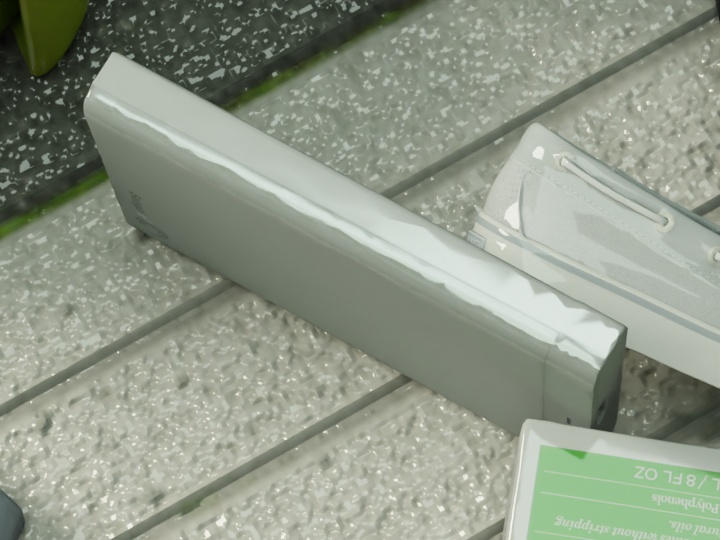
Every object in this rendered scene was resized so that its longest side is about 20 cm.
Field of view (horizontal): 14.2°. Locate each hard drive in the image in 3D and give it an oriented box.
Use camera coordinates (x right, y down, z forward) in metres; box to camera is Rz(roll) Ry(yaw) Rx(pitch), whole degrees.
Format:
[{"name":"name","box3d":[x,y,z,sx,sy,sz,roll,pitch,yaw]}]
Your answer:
[{"name":"hard drive","box3d":[0.000,0.000,1.023,0.199,0.132,0.026,28,75,12]}]

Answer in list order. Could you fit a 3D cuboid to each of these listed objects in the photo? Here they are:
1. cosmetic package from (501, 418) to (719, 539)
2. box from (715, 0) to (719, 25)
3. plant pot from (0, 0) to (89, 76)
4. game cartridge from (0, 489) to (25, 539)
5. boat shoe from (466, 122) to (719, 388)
[{"name":"cosmetic package","box3d":[0.090,0.164,0.990,0.107,0.085,0.201,7,71,3]},{"name":"box","box3d":[0.231,-0.122,1.066,0.199,0.104,0.183,-8,70,0]},{"name":"plant pot","box3d":[-0.206,-0.160,1.059,0.180,0.200,0.200,-19,71,-9]},{"name":"game cartridge","box3d":[-0.232,0.094,1.057,0.199,0.041,0.134,20,70,9]},{"name":"boat shoe","box3d":[0.137,0.006,1.026,0.199,0.072,0.069,23,97,-1]}]
